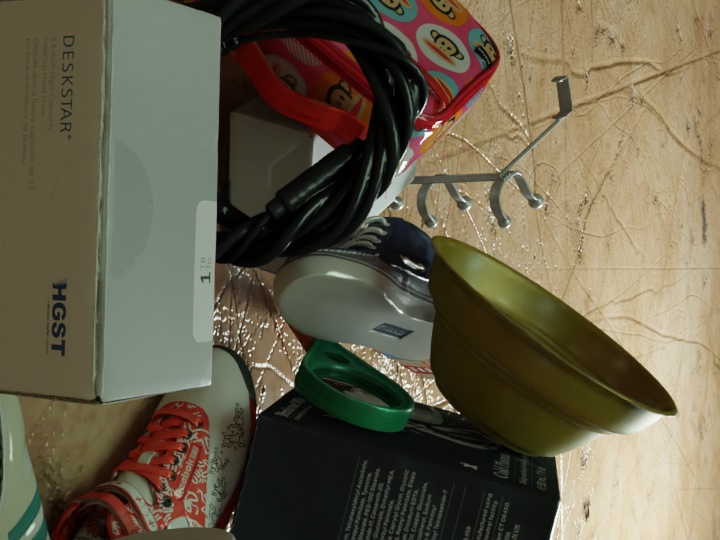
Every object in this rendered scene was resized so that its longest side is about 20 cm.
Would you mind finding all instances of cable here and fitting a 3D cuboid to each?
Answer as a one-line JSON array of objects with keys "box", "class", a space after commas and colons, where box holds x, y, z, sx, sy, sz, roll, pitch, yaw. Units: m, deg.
[{"box": [-0.058, -0.085, 0.729, 0.051, 0.199, 0.164, 20, 63, -80], "class": "cable"}]

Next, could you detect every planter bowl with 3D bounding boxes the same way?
[{"box": [0.109, 0.067, 0.837, 0.084, 0.200, 0.200, -56, 156, 13], "class": "planter bowl"}]

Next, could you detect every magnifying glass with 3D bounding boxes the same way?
[{"box": [-0.020, 0.062, 0.862, 0.079, 0.200, 0.023, 16, 101, -22], "class": "magnifying glass"}]

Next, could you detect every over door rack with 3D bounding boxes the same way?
[{"box": [0.095, -0.096, 1.081, 0.200, 0.147, 0.067, -55, 137, -45], "class": "over door rack"}]

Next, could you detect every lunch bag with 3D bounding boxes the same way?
[{"box": [-0.017, -0.158, 0.825, 0.082, 0.200, 0.176, -51, 177, 42], "class": "lunch bag"}]

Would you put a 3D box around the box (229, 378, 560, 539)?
[{"box": [0.028, 0.164, 0.846, 0.200, 0.195, 0.125, -22, 125, -82], "class": "box"}]

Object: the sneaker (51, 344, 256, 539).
[{"box": [-0.126, 0.132, 0.756, 0.108, 0.067, 0.203, 41, 59, -60], "class": "sneaker"}]

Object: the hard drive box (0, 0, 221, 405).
[{"box": [-0.163, -0.032, 0.522, 0.077, 0.199, 0.157, 0, 93, -63], "class": "hard drive box"}]

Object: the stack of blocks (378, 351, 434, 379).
[{"box": [0.076, 0.052, 1.095, 0.200, 0.114, 0.059, 33, 63, -59], "class": "stack of blocks"}]

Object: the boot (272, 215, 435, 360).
[{"box": [0.000, 0.000, 0.873, 0.200, 0.072, 0.091, 27, 42, -54], "class": "boot"}]

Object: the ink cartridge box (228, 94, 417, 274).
[{"box": [-0.021, -0.089, 0.918, 0.200, 0.066, 0.117, -44, 145, -54], "class": "ink cartridge box"}]

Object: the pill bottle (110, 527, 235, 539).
[{"box": [-0.100, 0.246, 0.650, 0.116, 0.115, 0.202, -14, 97, -62], "class": "pill bottle"}]

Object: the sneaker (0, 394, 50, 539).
[{"box": [-0.195, 0.140, 0.639, 0.093, 0.070, 0.201, -23, 111, -80], "class": "sneaker"}]
